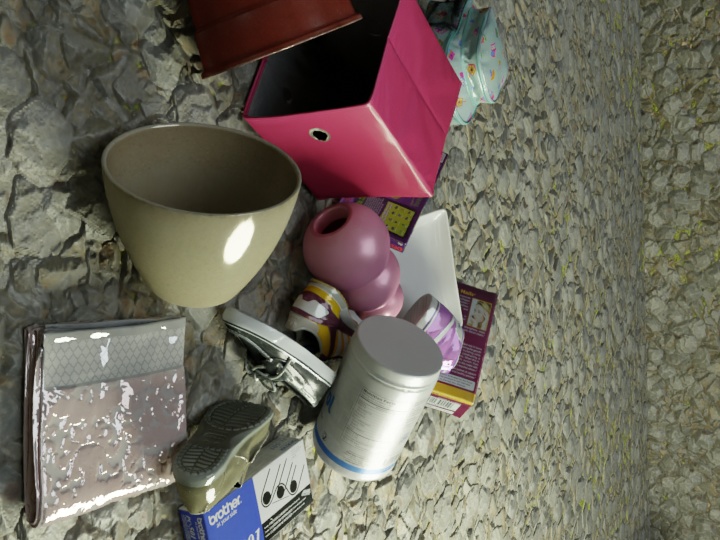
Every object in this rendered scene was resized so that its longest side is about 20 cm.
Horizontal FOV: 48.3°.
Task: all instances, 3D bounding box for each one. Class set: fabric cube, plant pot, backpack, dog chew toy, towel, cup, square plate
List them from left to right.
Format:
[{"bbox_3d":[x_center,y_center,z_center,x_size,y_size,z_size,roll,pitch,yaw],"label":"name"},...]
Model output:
[{"bbox_3d":[-0.255,0.146,0.832,0.199,0.032,0.193,-2,93,-57],"label":"towel"},{"bbox_3d":[-0.170,-0.047,0.842,0.200,0.199,0.144,-36,146,-51],"label":"cup"},{"bbox_3d":[-0.121,-0.344,0.898,0.201,0.199,0.197,-41,116,-50],"label":"plant pot"},{"bbox_3d":[-0.004,-0.228,1.069,0.199,0.194,0.202,47,52,-50],"label":"fabric cube"},{"bbox_3d":[0.000,0.000,1.145,0.201,0.123,0.125,60,44,-38],"label":"dog chew toy"},{"bbox_3d":[0.058,0.021,1.251,0.196,0.028,0.202,-16,108,-18],"label":"square plate"},{"bbox_3d":[0.164,-0.348,1.380,0.201,0.152,0.176,-59,143,-28],"label":"backpack"}]

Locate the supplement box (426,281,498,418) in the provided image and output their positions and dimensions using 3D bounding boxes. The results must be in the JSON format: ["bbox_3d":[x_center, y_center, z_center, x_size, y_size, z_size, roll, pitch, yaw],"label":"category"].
[{"bbox_3d":[0.140,0.125,1.346,0.103,0.130,0.202,105,3,-66],"label":"supplement box"}]

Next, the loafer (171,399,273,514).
[{"bbox_3d":[-0.161,0.213,0.936,0.200,0.074,0.070,-39,139,-66],"label":"loafer"}]

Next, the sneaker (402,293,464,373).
[{"bbox_3d":[0.083,0.148,1.234,0.114,0.073,0.201,43,87,-23],"label":"sneaker"}]

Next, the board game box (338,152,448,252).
[{"bbox_3d":[0.048,-0.128,1.232,0.032,0.119,0.201,111,5,-56],"label":"board game box"}]

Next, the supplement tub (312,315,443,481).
[{"bbox_3d":[0.021,0.178,1.110,0.132,0.131,0.201,-27,144,-54],"label":"supplement tub"}]

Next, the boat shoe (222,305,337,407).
[{"bbox_3d":[-0.111,0.115,1.026,0.068,0.073,0.199,-58,136,-11],"label":"boat shoe"}]

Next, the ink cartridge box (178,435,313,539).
[{"bbox_3d":[-0.138,0.295,1.011,0.200,0.044,0.095,-27,112,-54],"label":"ink cartridge box"}]

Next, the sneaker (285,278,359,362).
[{"bbox_3d":[-0.044,0.100,1.143,0.090,0.075,0.200,-53,136,-20],"label":"sneaker"}]
